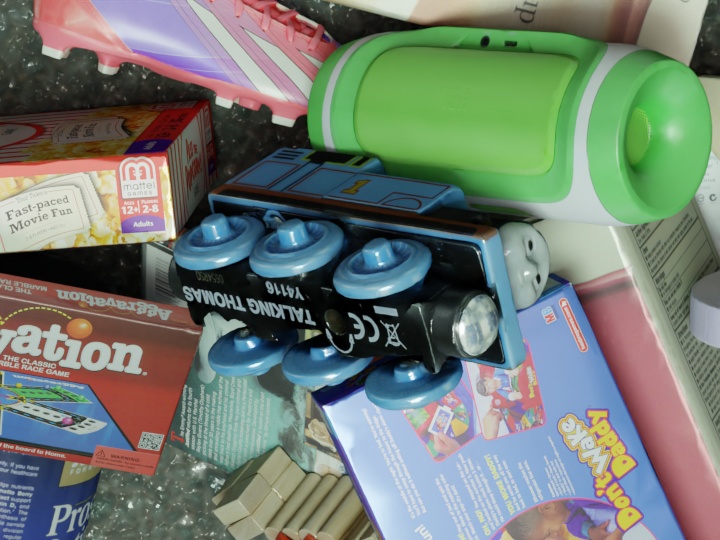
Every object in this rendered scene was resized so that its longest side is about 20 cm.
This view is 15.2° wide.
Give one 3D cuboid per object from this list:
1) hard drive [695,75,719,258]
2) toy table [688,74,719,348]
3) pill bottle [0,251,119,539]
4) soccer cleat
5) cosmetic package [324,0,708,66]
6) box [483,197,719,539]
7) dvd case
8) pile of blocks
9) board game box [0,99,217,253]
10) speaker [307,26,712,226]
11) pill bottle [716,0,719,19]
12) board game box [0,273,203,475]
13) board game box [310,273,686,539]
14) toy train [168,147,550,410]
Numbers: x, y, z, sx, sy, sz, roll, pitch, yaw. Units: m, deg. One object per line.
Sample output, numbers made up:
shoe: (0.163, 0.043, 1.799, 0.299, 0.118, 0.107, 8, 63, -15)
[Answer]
hard drive: (0.213, -0.005, 1.449, 0.131, 0.025, 0.202, -2, 108, 1)
toy table: (0.241, -0.031, 1.337, 0.183, 0.200, 0.118, 6, 101, 24)
pill bottle: (-0.191, 0.096, 1.435, 0.111, 0.112, 0.201, 15, 108, -5)
soccer cleat: (-0.070, -0.125, 1.392, 0.199, 0.067, 0.077, 14, 98, -4)
cosmetic package: (0.077, -0.168, 1.363, 0.198, 0.087, 0.104, 12, 106, -4)
box: (0.133, 0.048, 1.390, 0.108, 0.128, 0.201, -20, 100, 26)
dvd case: (-0.027, 0.066, 1.404, 0.199, 0.022, 0.147, 22, 135, 18)
pile of blocks: (0.004, 0.152, 1.390, 0.199, 0.062, 0.083, 10, 130, 30)
board game box: (-0.180, -0.044, 1.360, 0.198, 0.152, 0.047, -5, 102, 5)
speaker: (0.068, -0.070, 1.302, 0.199, 0.088, 0.089, 8, 115, 43)
pill bottle: (0.287, -0.153, 1.356, 0.199, 0.113, 0.113, 13, 108, -5)
board game box: (-0.185, 0.044, 1.328, 0.199, 0.020, 0.103, 11, 128, -13)
board game box: (0.078, 0.122, 1.305, 0.134, 0.045, 0.201, -25, 99, -5)
toy train: (0.000, 0.000, 1.270, 0.199, 0.114, 0.087, 9, 125, 43)
